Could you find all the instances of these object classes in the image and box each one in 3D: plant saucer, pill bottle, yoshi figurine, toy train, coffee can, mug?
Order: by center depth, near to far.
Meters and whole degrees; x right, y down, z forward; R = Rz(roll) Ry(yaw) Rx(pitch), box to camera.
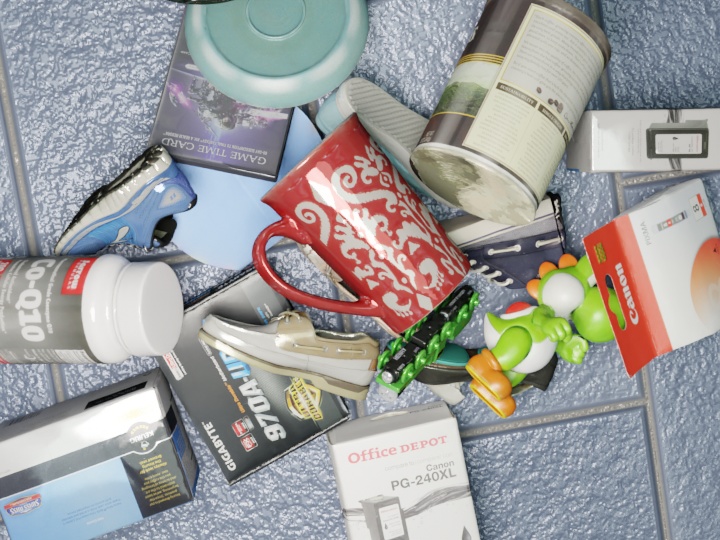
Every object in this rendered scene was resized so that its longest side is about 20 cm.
[{"bbox_3d":[-0.005,-0.030,1.411,0.177,0.134,0.200,-42,96,11],"label":"mug"},{"bbox_3d":[-0.295,0.040,1.425,0.198,0.114,0.115,-2,96,20],"label":"pill bottle"},{"bbox_3d":[0.157,-0.170,1.425,0.145,0.146,0.202,29,75,-6],"label":"coffee can"},{"bbox_3d":[-0.090,-0.270,1.447,0.197,0.027,0.203,0,72,0],"label":"plant saucer"},{"bbox_3d":[0.211,0.072,1.458,0.200,0.112,0.112,-45,114,-12],"label":"yoshi figurine"},{"bbox_3d":[0.071,0.076,1.458,0.041,0.200,0.057,27,128,17],"label":"toy train"}]

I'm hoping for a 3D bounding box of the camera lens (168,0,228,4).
[{"bbox_3d":[-0.164,-0.384,1.381,0.158,0.160,0.203,-4,75,-4],"label":"camera lens"}]

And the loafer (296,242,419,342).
[{"bbox_3d":[0.000,0.000,1.484,0.072,0.063,0.200,-42,108,6],"label":"loafer"}]

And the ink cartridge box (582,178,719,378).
[{"bbox_3d":[0.330,0.004,1.473,0.050,0.199,0.164,-14,99,42],"label":"ink cartridge box"}]

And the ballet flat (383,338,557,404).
[{"bbox_3d":[0.123,0.114,1.521,0.197,0.068,0.069,0,108,-4],"label":"ballet flat"}]

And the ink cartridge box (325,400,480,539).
[{"bbox_3d":[0.051,0.263,1.519,0.143,0.083,0.202,-12,97,-3],"label":"ink cartridge box"}]

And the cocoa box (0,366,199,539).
[{"bbox_3d":[-0.286,0.206,1.464,0.198,0.133,0.133,-20,97,-2],"label":"cocoa box"}]

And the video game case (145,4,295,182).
[{"bbox_3d":[-0.135,-0.201,1.447,0.141,0.019,0.202,11,74,4],"label":"video game case"}]

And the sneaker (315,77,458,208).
[{"bbox_3d":[0.036,-0.132,1.497,0.200,0.082,0.074,40,50,-21],"label":"sneaker"}]

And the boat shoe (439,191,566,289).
[{"bbox_3d":[0.137,-0.015,1.503,0.198,0.075,0.094,-17,103,-1],"label":"boat shoe"}]

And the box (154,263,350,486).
[{"bbox_3d":[-0.125,0.111,1.500,0.158,0.046,0.201,-28,104,-1],"label":"box"}]

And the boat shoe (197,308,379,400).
[{"bbox_3d":[-0.073,0.075,1.443,0.198,0.075,0.069,19,96,-22],"label":"boat shoe"}]

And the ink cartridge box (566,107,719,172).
[{"bbox_3d":[0.333,-0.142,1.483,0.197,0.116,0.069,-1,96,-5],"label":"ink cartridge box"}]

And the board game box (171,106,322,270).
[{"bbox_3d":[-0.132,-0.101,1.495,0.199,0.039,0.159,-37,103,3],"label":"board game box"}]

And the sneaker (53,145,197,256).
[{"bbox_3d":[-0.248,-0.047,1.440,0.199,0.079,0.089,-30,114,37],"label":"sneaker"}]
